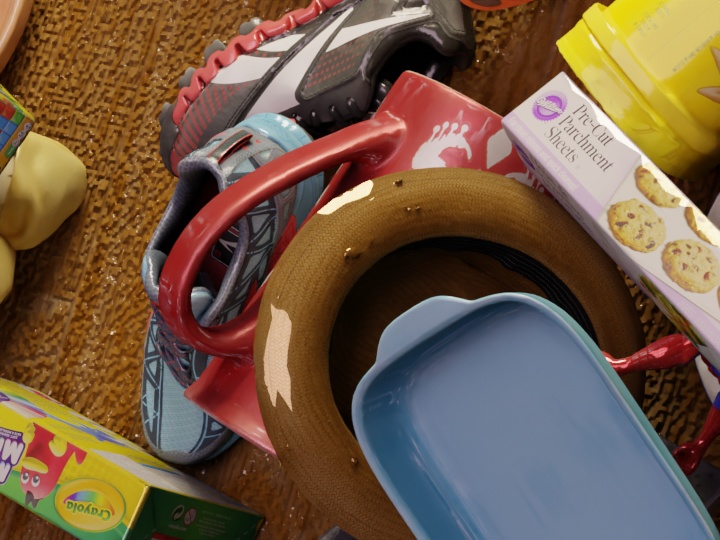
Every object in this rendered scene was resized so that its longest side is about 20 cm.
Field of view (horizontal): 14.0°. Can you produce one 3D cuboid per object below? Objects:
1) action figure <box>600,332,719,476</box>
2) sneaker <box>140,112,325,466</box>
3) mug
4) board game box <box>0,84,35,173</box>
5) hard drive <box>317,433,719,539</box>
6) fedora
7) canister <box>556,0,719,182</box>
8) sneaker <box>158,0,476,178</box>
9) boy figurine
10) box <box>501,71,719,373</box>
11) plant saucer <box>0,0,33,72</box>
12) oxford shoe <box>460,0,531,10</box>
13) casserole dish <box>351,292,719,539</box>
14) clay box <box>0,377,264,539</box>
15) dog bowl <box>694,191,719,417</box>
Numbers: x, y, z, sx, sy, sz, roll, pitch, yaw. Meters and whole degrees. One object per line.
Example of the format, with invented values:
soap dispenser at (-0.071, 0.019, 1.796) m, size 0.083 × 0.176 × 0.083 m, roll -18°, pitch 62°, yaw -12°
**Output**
action figure at (0.164, 0.088, 1.310) m, size 0.099 × 0.065 × 0.200 m, roll -25°, pitch 66°, yaw 12°
sneaker at (-0.089, 0.014, 1.524) m, size 0.079 × 0.095 × 0.200 m, roll 25°, pitch 112°, yaw 26°
mug at (0.010, 0.006, 1.454) m, size 0.133 × 0.178 × 0.200 m, roll 31°, pitch 88°, yaw 29°
board game box at (-0.278, -0.063, 1.612) m, size 0.165 × 0.057 × 0.200 m, roll -54°, pitch 36°, yaw 4°
hard drive at (0.067, 0.136, 1.379) m, size 0.135 × 0.042 × 0.200 m, roll 29°, pitch 51°, yaw 36°
fedora at (0.034, 0.047, 1.366) m, size 0.082 × 0.200 × 0.201 m, roll 165°, pitch 115°, yaw -66°
canister at (0.204, -0.139, 1.395) m, size 0.200 × 0.149 × 0.087 m, roll -41°, pitch 79°, yaw 12°
sneaker at (-0.020, -0.096, 1.551) m, size 0.200 × 0.071 × 0.098 m, roll -34°, pitch 61°, yaw 16°
boy figurine at (-0.239, -0.001, 1.640) m, size 0.200 × 0.064 × 0.124 m, roll -37°, pitch 34°, yaw 10°
box at (0.134, -0.015, 1.311) m, size 0.041 × 0.039 × 0.200 m, roll -37°, pitch 49°, yaw -2°
plant saucer at (-0.269, -0.166, 1.730) m, size 0.200 × 0.037 × 0.200 m, roll -8°, pitch 73°, yaw 26°
oxford shoe at (0.119, -0.215, 1.515) m, size 0.200 × 0.071 × 0.073 m, roll -41°, pitch 51°, yaw 5°
casserole dish at (0.083, 0.095, 1.278) m, size 0.121 × 0.039 × 0.200 m, roll -34°, pitch 92°, yaw 27°
clay box at (-0.162, 0.101, 1.553) m, size 0.200 × 0.115 × 0.048 m, roll 25°, pitch 91°, yaw 32°
dog bowl at (0.257, 0.016, 1.362) m, size 0.200 × 0.079 × 0.200 m, roll -8°, pitch 73°, yaw 27°
